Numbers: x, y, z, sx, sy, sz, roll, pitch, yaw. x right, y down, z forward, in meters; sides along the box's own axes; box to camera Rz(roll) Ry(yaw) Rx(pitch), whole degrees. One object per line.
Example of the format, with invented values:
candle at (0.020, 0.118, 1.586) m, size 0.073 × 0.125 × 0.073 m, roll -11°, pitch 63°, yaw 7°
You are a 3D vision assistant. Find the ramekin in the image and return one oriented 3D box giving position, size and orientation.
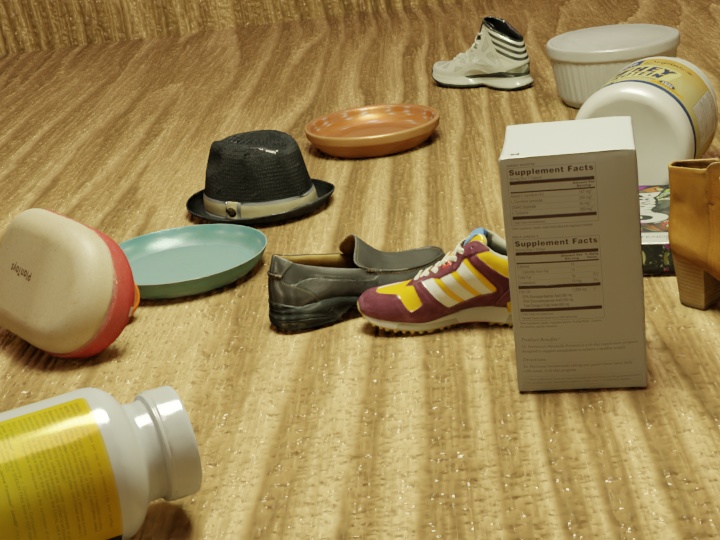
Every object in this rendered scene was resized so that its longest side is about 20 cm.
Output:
ramekin at (0.385, -0.309, 2.031) m, size 0.200 × 0.095 × 0.203 m, roll -6°, pitch 20°, yaw 2°

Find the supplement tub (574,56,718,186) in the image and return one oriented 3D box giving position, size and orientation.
supplement tub at (0.342, -0.171, 1.581) m, size 0.143 × 0.146 × 0.200 m, roll 3°, pitch 22°, yaw 26°

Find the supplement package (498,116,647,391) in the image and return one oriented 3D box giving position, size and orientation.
supplement package at (0.179, -0.015, 1.113) m, size 0.108 × 0.202 × 0.114 m, roll -3°, pitch 20°, yaw 11°

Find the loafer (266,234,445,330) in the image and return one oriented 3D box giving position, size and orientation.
loafer at (0.000, 0.000, 1.328) m, size 0.198 × 0.073 × 0.073 m, roll -16°, pitch 20°, yaw -26°

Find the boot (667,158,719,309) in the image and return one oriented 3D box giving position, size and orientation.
boot at (0.360, -0.030, 1.175) m, size 0.200 × 0.146 × 0.071 m, roll 10°, pitch 26°, yaw 39°

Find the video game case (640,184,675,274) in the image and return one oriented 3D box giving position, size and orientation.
video game case at (0.328, -0.046, 1.398) m, size 0.179 × 0.036 × 0.200 m, roll 0°, pitch 20°, yaw 15°

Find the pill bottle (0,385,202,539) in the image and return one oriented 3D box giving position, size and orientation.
pill bottle at (-0.217, 0.147, 0.932) m, size 0.198 × 0.113 × 0.112 m, roll -16°, pitch 21°, yaw -23°

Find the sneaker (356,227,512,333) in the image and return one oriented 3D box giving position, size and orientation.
sneaker at (0.092, 0.003, 1.259) m, size 0.198 × 0.091 × 0.075 m, roll -4°, pitch 19°, yaw 7°

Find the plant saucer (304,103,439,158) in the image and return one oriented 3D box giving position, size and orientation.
plant saucer at (0.018, -0.203, 1.948) m, size 0.198 × 0.038 × 0.200 m, roll -5°, pitch 20°, yaw 2°

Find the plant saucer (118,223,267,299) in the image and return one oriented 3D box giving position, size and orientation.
plant saucer at (-0.201, -0.008, 1.494) m, size 0.198 × 0.028 × 0.200 m, roll -6°, pitch 20°, yaw 2°

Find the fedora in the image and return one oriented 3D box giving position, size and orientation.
fedora at (-0.132, -0.126, 1.697) m, size 0.198 × 0.093 × 0.201 m, roll -6°, pitch 19°, yaw 2°

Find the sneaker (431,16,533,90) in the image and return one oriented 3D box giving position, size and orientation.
sneaker at (0.200, -0.367, 2.227) m, size 0.199 × 0.117 × 0.075 m, roll 10°, pitch 25°, yaw 41°

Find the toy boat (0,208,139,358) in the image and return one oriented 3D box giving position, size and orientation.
toy boat at (-0.280, 0.019, 1.346) m, size 0.130 × 0.132 × 0.199 m, roll 15°, pitch 3°, yaw -38°
